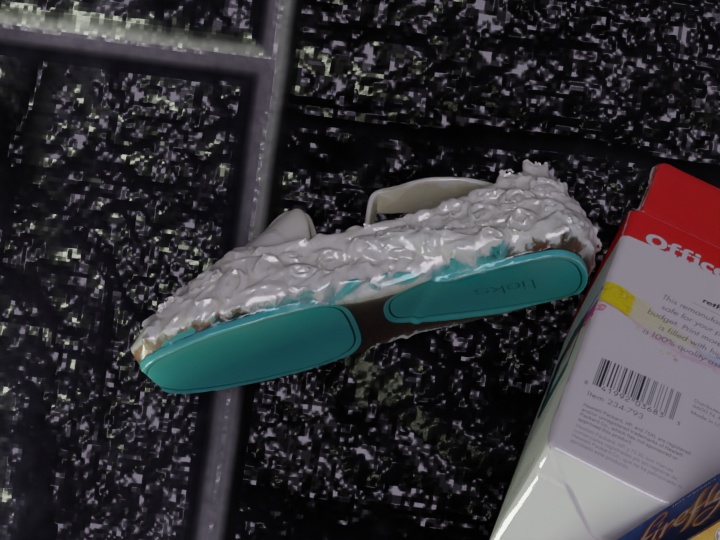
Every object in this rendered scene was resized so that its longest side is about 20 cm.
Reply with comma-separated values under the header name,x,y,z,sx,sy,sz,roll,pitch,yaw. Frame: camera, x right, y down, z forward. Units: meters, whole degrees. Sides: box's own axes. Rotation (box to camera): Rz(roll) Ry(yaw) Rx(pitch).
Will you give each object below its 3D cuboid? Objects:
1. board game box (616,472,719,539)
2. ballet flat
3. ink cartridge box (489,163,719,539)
name,x,y,z,sx,sy,sz,roll,pitch,yaw
board game box,0.156,0.177,0.944,0.135,0.035,0.200,-36,106,24
ballet flat,0.000,0.000,1.070,0.199,0.072,0.072,-13,88,-2
ink cartridge box,0.137,0.053,1.026,0.116,0.200,0.067,26,130,1
